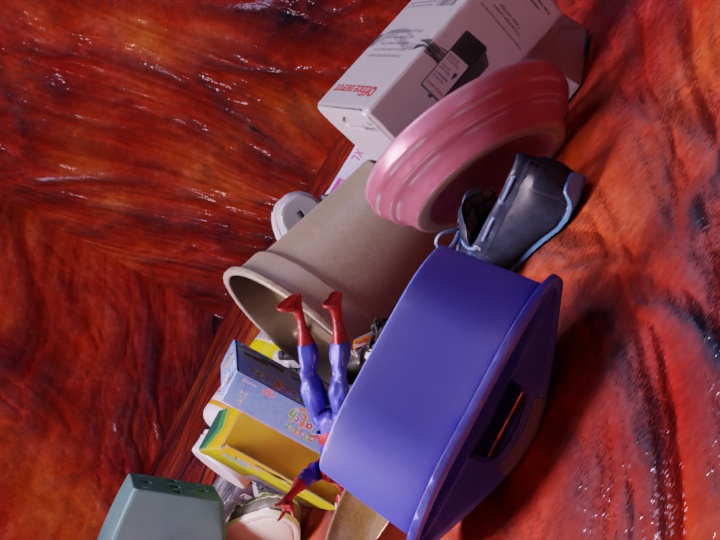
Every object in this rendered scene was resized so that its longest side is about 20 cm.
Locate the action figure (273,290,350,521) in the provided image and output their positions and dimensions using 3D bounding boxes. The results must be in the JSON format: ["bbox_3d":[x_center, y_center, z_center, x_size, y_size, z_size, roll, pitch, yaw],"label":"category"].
[{"bbox_3d":[-0.035,0.129,1.110,0.099,0.065,0.201,-47,-51,-61],"label":"action figure"}]

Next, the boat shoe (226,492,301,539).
[{"bbox_3d":[-0.101,0.258,1.348,0.202,0.072,0.061,125,167,-59],"label":"boat shoe"}]

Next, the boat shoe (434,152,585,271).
[{"bbox_3d":[0.113,-0.045,1.095,0.200,0.068,0.084,-50,12,52],"label":"boat shoe"}]

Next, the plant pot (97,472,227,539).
[{"bbox_3d":[-0.201,0.308,1.299,0.141,0.141,0.201,-174,94,-77],"label":"plant pot"}]

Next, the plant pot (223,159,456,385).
[{"bbox_3d":[0.000,0.000,1.300,0.184,0.200,0.200,-51,5,-17],"label":"plant pot"}]

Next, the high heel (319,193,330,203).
[{"bbox_3d":[0.050,-0.106,1.444,0.201,0.142,0.071,-63,9,-19],"label":"high heel"}]

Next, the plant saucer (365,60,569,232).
[{"bbox_3d":[0.100,-0.097,1.143,0.200,0.051,0.201,-29,-18,-11],"label":"plant saucer"}]

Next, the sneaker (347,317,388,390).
[{"bbox_3d":[0.042,0.064,1.121,0.200,0.079,0.074,-52,9,40],"label":"sneaker"}]

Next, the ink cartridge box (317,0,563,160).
[{"bbox_3d":[0.070,-0.194,1.235,0.200,0.083,0.147,-48,20,-6],"label":"ink cartridge box"}]

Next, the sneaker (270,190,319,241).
[{"bbox_3d":[-0.029,0.003,1.413,0.073,0.201,0.071,-29,11,-10],"label":"sneaker"}]

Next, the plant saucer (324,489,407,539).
[{"bbox_3d":[0.034,0.152,1.004,0.201,0.035,0.200,-59,7,12],"label":"plant saucer"}]

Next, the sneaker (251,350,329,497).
[{"bbox_3d":[-0.065,0.174,1.480,0.081,0.075,0.201,40,-121,-56],"label":"sneaker"}]

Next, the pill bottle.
[{"bbox_3d":[-0.110,0.153,1.571,0.200,0.109,0.109,-54,6,-16],"label":"pill bottle"}]

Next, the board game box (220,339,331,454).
[{"bbox_3d":[-0.062,0.128,1.278,0.037,0.151,0.200,-60,7,0],"label":"board game box"}]

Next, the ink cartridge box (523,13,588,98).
[{"bbox_3d":[0.141,-0.157,1.324,0.200,0.068,0.116,-53,11,38],"label":"ink cartridge box"}]

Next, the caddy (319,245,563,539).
[{"bbox_3d":[0.062,0.083,0.841,0.201,0.105,0.141,-61,-14,-6],"label":"caddy"}]

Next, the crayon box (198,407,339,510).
[{"bbox_3d":[-0.082,0.184,1.304,0.051,0.127,0.200,-62,9,-13],"label":"crayon box"}]

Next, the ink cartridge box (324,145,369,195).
[{"bbox_3d":[0.054,-0.106,1.529,0.200,0.042,0.120,13,-67,-56],"label":"ink cartridge box"}]

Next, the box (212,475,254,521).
[{"bbox_3d":[-0.160,0.296,1.671,0.200,0.048,0.159,-53,10,37],"label":"box"}]
